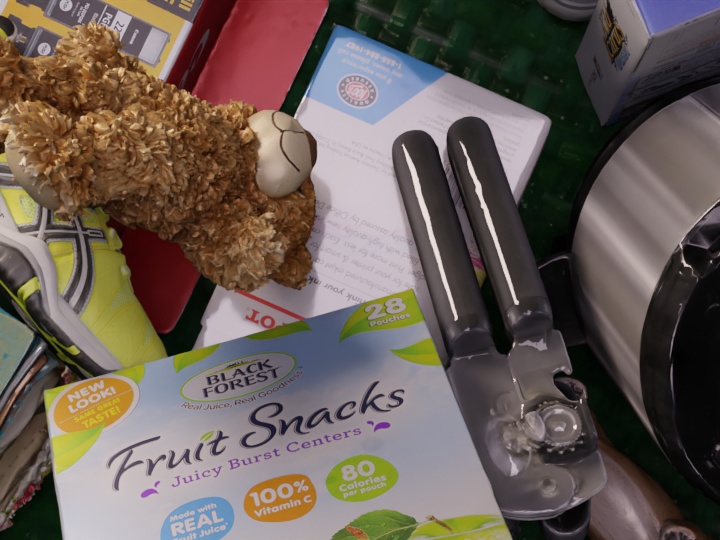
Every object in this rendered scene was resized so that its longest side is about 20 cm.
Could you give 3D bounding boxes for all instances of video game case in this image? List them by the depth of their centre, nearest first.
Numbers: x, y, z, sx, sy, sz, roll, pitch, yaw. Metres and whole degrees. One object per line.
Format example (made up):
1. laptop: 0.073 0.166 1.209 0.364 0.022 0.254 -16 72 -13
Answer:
1. video game case: 0.204 -0.139 0.919 0.199 0.181 0.046 -21 82 -2

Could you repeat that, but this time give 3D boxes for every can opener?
1. can opener: 0.059 0.028 0.883 0.053 0.067 0.200 -14 57 -2

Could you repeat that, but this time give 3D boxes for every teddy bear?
1. teddy bear: -0.084 -0.052 0.839 0.200 0.145 0.067 24 106 -34

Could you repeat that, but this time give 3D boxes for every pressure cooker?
1. pressure cooker: 0.187 0.002 0.901 0.176 0.200 0.179 28 103 -19

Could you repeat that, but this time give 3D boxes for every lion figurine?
1. lion figurine: 0.115 0.107 0.936 0.072 0.122 0.200 -33 70 9

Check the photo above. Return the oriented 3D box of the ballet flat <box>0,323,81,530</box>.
1. ballet flat: -0.195 0.103 0.952 0.076 0.064 0.200 33 85 4

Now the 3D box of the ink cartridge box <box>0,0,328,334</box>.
1. ink cartridge box: -0.132 -0.094 0.967 0.175 0.084 0.200 24 84 2

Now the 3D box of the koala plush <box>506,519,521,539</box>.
1. koala plush: -0.042 0.182 0.891 0.199 0.177 0.184 16 97 -1

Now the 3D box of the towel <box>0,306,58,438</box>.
1. towel: -0.226 0.094 0.927 0.022 0.147 0.200 32 90 -40

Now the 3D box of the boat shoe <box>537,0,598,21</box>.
1. boat shoe: 0.142 -0.220 0.985 0.070 0.072 0.201 28 84 4

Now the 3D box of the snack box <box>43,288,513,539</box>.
1. snack box: -0.031 0.108 0.791 0.168 0.200 0.068 -16 126 -4

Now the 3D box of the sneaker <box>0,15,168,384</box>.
1. sneaker: -0.137 -0.028 0.882 0.076 0.075 0.200 -36 92 -15

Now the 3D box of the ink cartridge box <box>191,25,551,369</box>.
1. ink cartridge box: 0.000 0.000 0.961 0.115 0.068 0.200 24 83 4
